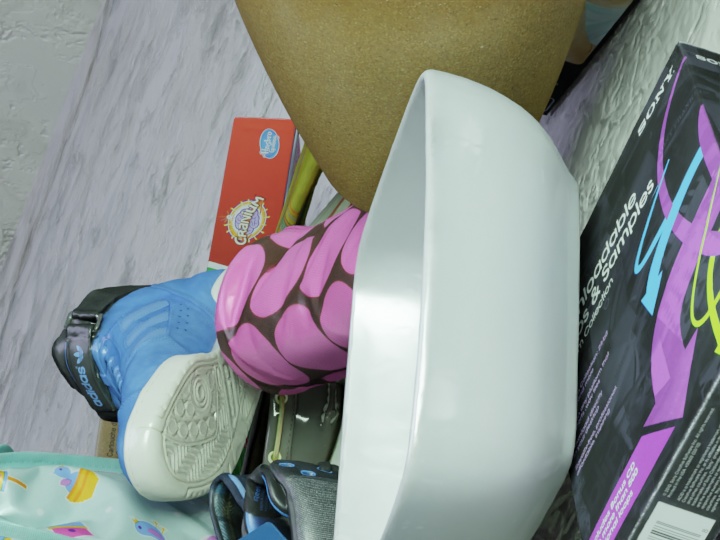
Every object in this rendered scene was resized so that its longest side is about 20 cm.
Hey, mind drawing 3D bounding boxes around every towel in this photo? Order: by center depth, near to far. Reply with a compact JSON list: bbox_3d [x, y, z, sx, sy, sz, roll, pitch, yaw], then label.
[{"bbox_3d":[-0.015,-0.076,1.390,0.200,0.018,0.087,116,171,-63],"label":"towel"}]

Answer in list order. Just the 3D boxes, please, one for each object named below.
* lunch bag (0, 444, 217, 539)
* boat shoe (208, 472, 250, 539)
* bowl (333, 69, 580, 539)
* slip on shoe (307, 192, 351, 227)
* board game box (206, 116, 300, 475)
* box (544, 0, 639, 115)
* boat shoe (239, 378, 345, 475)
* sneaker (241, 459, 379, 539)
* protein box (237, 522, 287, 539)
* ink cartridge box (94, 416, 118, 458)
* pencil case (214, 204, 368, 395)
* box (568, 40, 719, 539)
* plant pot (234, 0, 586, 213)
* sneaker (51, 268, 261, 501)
[{"bbox_3d":[-0.162,0.186,1.360,0.122,0.199,0.171,46,121,49],"label":"lunch bag"},{"bbox_3d":[-0.048,0.166,1.241,0.200,0.068,0.085,-106,36,-67],"label":"boat shoe"},{"bbox_3d":[0.040,0.040,1.074,0.200,0.074,0.201,107,168,-61],"label":"bowl"},{"bbox_3d":[0.026,-0.036,1.401,0.061,0.074,0.200,51,124,20],"label":"slip on shoe"},{"bbox_3d":[-0.065,0.032,1.587,0.154,0.040,0.201,87,-171,-52],"label":"board game box"},{"bbox_3d":[0.108,-0.177,1.240,0.200,0.060,0.117,129,154,-56],"label":"box"},{"bbox_3d":[-0.056,0.148,1.477,0.072,0.060,0.203,-121,50,-73],"label":"boat shoe"},{"bbox_3d":[0.002,0.092,1.208,0.201,0.111,0.073,-89,23,-51],"label":"sneaker"},{"bbox_3d":[-0.066,0.227,0.997,0.199,0.136,0.198,-30,20,-10],"label":"protein box"},{"bbox_3d":[-0.138,0.193,1.637,0.201,0.074,0.165,-87,5,-45],"label":"ink cartridge box"},{"bbox_3d":[0.000,0.000,1.310,0.200,0.090,0.094,-25,72,55],"label":"pencil case"},{"bbox_3d":[0.119,0.018,1.000,0.200,0.036,0.144,-93,25,-60],"label":"box"},{"bbox_3d":[0.021,-0.125,1.145,0.201,0.185,0.187,87,-175,-46],"label":"plant pot"},{"bbox_3d":[-0.118,0.063,1.399,0.200,0.110,0.077,-65,-38,-56],"label":"sneaker"}]
